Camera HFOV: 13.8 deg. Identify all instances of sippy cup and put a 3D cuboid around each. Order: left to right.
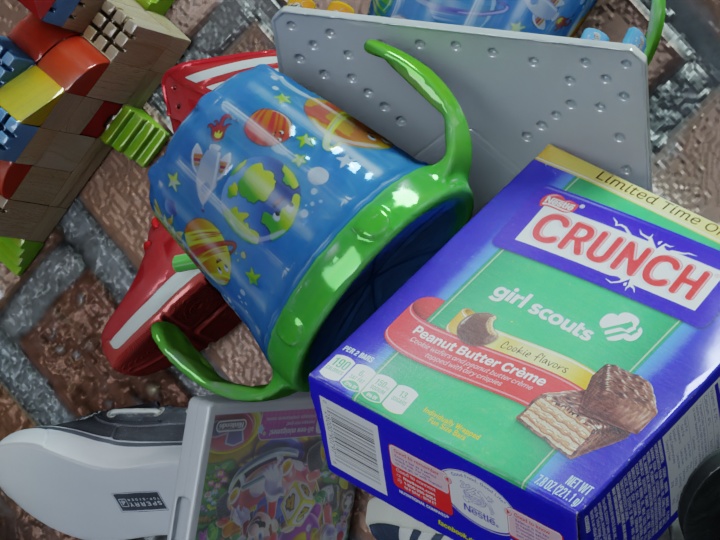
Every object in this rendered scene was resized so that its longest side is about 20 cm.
[{"bbox_3d":[-0.034,-0.030,1.532,0.130,0.140,0.178,40,67,16],"label":"sippy cup"},{"bbox_3d":[0.065,-0.152,1.618,0.178,0.139,0.131,42,113,42],"label":"sippy cup"}]

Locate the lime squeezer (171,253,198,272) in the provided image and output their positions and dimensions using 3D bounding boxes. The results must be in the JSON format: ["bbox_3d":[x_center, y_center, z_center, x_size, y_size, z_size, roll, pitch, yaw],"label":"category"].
[{"bbox_3d":[0.000,0.000,1.626,0.199,0.071,0.038,15,65,-5],"label":"lime squeezer"}]

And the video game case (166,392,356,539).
[{"bbox_3d":[-0.057,0.165,1.623,0.018,0.143,0.201,15,99,36],"label":"video game case"}]

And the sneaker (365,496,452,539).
[{"bbox_3d":[0.057,0.162,1.579,0.075,0.200,0.085,0,88,-21],"label":"sneaker"}]

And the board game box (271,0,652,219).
[{"bbox_3d":[0.061,-0.056,1.592,0.199,0.026,0.201,8,134,16],"label":"board game box"}]

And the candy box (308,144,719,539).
[{"bbox_3d":[0.103,0.048,1.476,0.169,0.077,0.200,26,52,31],"label":"candy box"}]

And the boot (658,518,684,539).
[{"bbox_3d":[0.189,0.127,1.557,0.131,0.070,0.201,6,87,-9],"label":"boot"}]

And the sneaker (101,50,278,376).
[{"bbox_3d":[-0.093,-0.041,1.702,0.200,0.078,0.116,-44,66,0],"label":"sneaker"}]

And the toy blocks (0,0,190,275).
[{"bbox_3d":[-0.185,-0.094,1.692,0.100,0.137,0.200,41,102,18],"label":"toy blocks"}]

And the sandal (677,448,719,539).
[{"bbox_3d":[0.208,0.156,1.465,0.075,0.201,0.048,-24,44,-2],"label":"sandal"}]

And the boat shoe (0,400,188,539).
[{"bbox_3d":[-0.125,0.107,1.700,0.199,0.068,0.072,-4,123,40],"label":"boat shoe"}]
